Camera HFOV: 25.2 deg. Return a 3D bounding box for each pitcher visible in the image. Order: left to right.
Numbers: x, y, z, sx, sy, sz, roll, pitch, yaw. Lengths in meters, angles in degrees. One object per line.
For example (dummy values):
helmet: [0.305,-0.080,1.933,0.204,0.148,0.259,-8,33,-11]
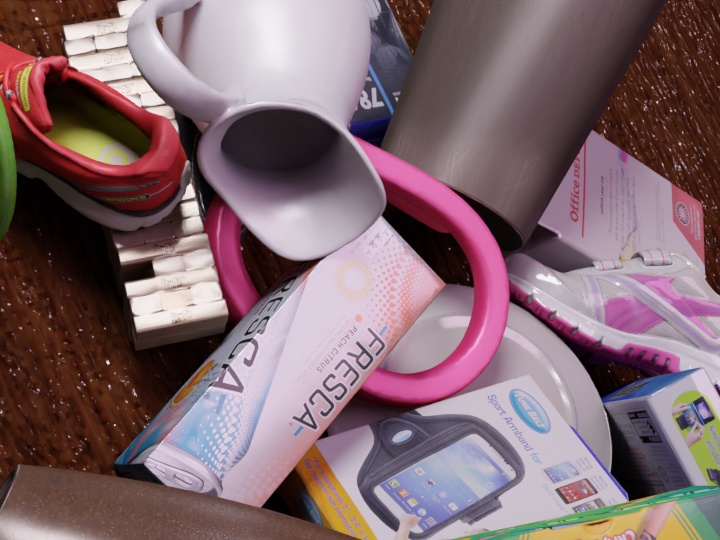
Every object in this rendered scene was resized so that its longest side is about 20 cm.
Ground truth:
pitcher: [-0.066,-0.126,0.901,0.172,0.121,0.200,42,27,-38]

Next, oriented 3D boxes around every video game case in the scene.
video game case: [0.224,0.158,1.059,0.045,0.200,0.182,-27,86,-7]

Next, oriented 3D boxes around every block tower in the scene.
block tower: [-0.128,-0.054,0.933,0.058,0.054,0.201,-11,72,-13]

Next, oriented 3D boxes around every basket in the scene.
basket: [0.097,-0.126,1.076,0.136,0.180,0.200,34,76,-33]

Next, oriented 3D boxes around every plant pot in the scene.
plant pot: [-0.097,0.179,0.769,0.200,0.187,0.187,29,49,-12]

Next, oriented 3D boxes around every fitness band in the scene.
fitness band: [0.000,0.000,0.980,0.200,0.037,0.144,27,70,-17]

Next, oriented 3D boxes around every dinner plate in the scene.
dinner plate: [0.073,0.090,1.026,0.200,0.024,0.201,11,57,-16]

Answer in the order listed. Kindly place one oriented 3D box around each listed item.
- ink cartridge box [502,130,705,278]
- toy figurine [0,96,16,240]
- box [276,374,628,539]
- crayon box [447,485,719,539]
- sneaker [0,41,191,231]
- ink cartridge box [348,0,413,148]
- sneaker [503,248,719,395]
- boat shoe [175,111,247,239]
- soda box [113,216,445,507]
ink cartridge box: [0.167,-0.035,1.199,0.200,0.067,0.117,29,50,-29]
toy figurine: [-0.296,-0.065,0.762,0.184,0.150,0.200,-26,64,-38]
box: [0.065,0.131,0.940,0.200,0.042,0.119,-16,51,-27]
crayon box: [0.123,0.191,0.860,0.199,0.058,0.119,-8,86,-22]
sneaker: [-0.181,-0.095,0.865,0.200,0.085,0.077,22,67,-1]
ink cartridge box: [-0.010,-0.149,1.123,0.099,0.039,0.200,-16,79,-47]
sneaker: [0.189,0.024,1.123,0.199,0.081,0.088,21,77,-7]
boat shoe: [-0.076,-0.102,1.015,0.073,0.063,0.200,30,51,-30]
soda box: [-0.043,0.057,0.902,0.068,0.064,0.200,45,67,-12]
